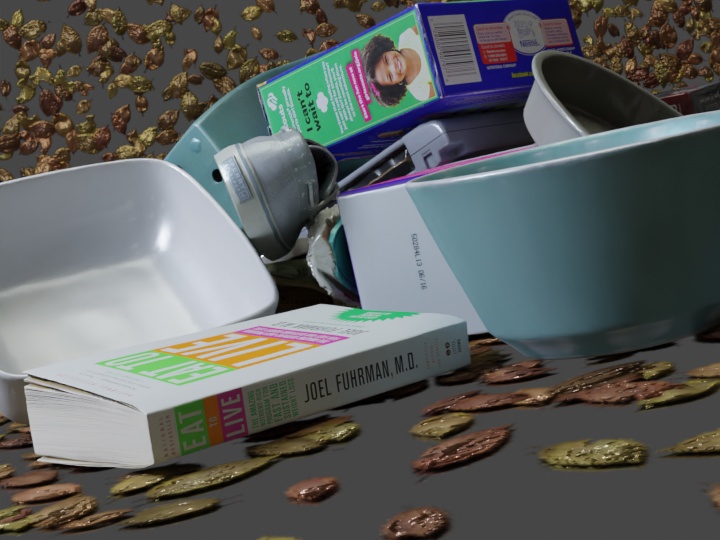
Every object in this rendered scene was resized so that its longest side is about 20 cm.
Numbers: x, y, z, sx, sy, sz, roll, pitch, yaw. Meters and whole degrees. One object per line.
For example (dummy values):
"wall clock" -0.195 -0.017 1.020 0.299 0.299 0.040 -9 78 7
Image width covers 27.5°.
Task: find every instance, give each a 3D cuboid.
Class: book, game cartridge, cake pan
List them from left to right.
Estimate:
"book" -0.058 0.059 0.781 0.199 0.048 0.133 -14 9 -37
"game cartridge" 0.039 -0.068 1.161 0.200 0.042 0.133 -32 -9 40
"cake pan" 0.191 -0.075 0.994 0.037 0.200 0.200 -56 -16 25

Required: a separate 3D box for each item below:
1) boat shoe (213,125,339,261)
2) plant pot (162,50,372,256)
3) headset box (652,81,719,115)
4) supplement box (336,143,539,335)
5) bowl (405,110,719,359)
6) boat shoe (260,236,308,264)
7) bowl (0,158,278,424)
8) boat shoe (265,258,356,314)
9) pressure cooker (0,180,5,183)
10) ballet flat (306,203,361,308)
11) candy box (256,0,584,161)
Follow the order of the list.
"boat shoe" -0.046 -0.054 0.985 0.071 0.071 0.201 -22 -5 1
"plant pot" -0.078 -0.079 1.252 0.141 0.142 0.200 -45 -11 31
"headset box" 0.246 -0.117 1.345 0.199 0.078 0.149 -11 6 26
"supplement box" 0.081 -0.023 0.974 0.103 0.102 0.200 -10 5 30
"bowl" 0.131 -0.017 0.781 0.199 0.106 0.201 -12 5 1
"boat shoe" 0.000 0.000 1.147 0.199 0.060 0.072 -14 -15 -46
"bowl" -0.170 0.017 0.940 0.199 0.075 0.200 -16 42 -26
"boat shoe" -0.104 0.026 1.029 0.198 0.074 0.063 -11 3 9
"pressure cooker" -0.347 0.022 1.092 0.199 0.177 0.179 -10 30 31
"ballet flat" 0.004 -0.013 1.007 0.071 0.072 0.200 -9 -1 29
"candy box" 0.047 -0.145 1.148 0.168 0.078 0.199 -12 -6 -41
